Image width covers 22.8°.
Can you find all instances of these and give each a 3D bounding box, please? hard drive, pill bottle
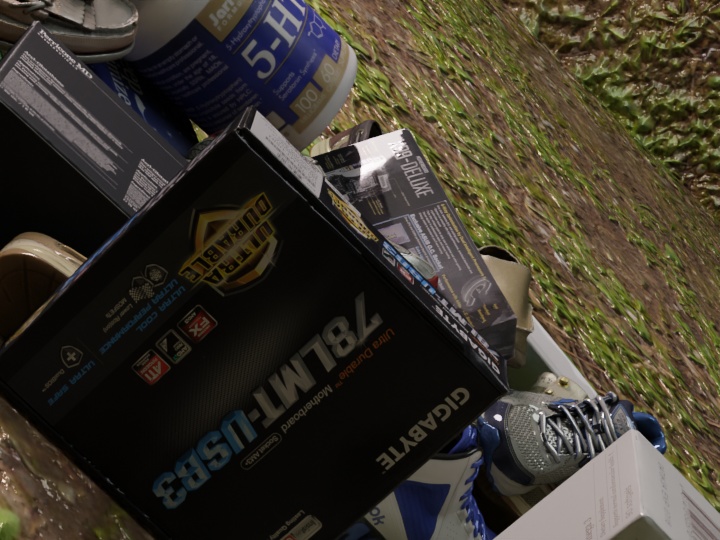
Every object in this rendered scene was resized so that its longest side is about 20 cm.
[{"bbox_3d":[0.113,0.053,1.532,0.200,0.026,0.132,52,-22,9],"label":"hard drive"},{"bbox_3d":[-0.108,-0.176,1.271,0.200,0.120,0.120,41,18,-27],"label":"pill bottle"}]

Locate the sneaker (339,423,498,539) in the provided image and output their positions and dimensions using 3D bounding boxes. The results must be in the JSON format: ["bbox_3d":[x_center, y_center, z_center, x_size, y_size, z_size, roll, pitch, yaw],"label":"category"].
[{"bbox_3d":[0.048,0.143,1.149,0.199,0.115,0.081,35,22,-37],"label":"sneaker"}]

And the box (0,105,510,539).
[{"bbox_3d":[-0.059,0.051,0.941,0.199,0.200,0.050,46,17,-11],"label":"box"}]

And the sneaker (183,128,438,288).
[{"bbox_3d":[-0.034,-0.038,1.209,0.199,0.078,0.082,29,56,9],"label":"sneaker"}]

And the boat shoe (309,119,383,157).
[{"bbox_3d":[0.014,-0.048,1.381,0.073,0.065,0.201,34,22,-43],"label":"boat shoe"}]

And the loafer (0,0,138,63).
[{"bbox_3d":[-0.230,-0.182,1.142,0.199,0.063,0.072,8,39,-28],"label":"loafer"}]

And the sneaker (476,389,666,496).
[{"bbox_3d":[0.150,0.112,1.245,0.200,0.085,0.078,9,66,-56],"label":"sneaker"}]

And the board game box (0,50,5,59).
[{"bbox_3d":[-0.230,-0.146,1.251,0.200,0.023,0.105,34,25,-41],"label":"board game box"}]

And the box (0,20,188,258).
[{"bbox_3d":[-0.162,-0.043,1.099,0.200,0.079,0.141,43,21,-14],"label":"box"}]

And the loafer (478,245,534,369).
[{"bbox_3d":[0.095,0.023,1.372,0.076,0.068,0.200,13,11,-5],"label":"loafer"}]

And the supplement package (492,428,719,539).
[{"bbox_3d":[0.124,0.212,1.037,0.117,0.200,0.117,45,17,-11],"label":"supplement package"}]

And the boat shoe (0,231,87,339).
[{"bbox_3d":[-0.122,0.050,1.005,0.200,0.071,0.065,44,18,-10],"label":"boat shoe"}]

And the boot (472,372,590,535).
[{"bbox_3d":[0.104,0.115,1.334,0.200,0.072,0.155,52,40,-7],"label":"boot"}]

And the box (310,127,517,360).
[{"bbox_3d":[0.000,0.000,1.272,0.050,0.157,0.201,88,-21,-50],"label":"box"}]

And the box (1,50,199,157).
[{"bbox_3d":[-0.172,-0.122,1.259,0.200,0.032,0.121,34,23,-44],"label":"box"}]
